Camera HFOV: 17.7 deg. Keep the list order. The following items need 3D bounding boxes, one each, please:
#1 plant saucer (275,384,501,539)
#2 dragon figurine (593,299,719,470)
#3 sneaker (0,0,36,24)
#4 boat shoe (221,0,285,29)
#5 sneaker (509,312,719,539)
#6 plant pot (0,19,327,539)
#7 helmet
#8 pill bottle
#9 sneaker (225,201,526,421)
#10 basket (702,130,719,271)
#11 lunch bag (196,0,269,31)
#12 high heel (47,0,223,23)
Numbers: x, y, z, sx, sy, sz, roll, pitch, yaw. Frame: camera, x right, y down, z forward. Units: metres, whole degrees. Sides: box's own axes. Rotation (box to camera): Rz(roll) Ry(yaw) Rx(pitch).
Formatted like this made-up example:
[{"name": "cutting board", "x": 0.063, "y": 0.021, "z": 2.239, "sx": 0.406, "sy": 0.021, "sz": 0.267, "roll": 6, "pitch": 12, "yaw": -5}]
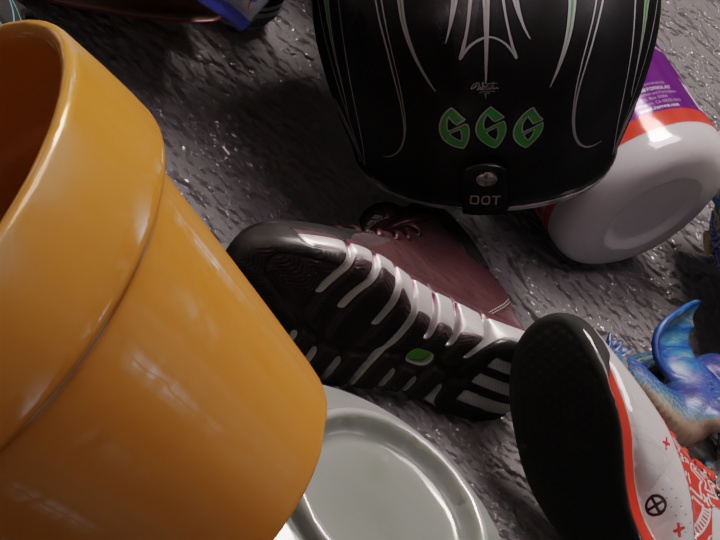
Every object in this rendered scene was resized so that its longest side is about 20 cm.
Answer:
[{"name": "plant saucer", "x": 0.001, "y": 0.117, "z": 1.034, "sx": 0.200, "sy": 0.050, "sz": 0.200, "roll": 25, "pitch": 37, "yaw": -21}, {"name": "dragon figurine", "x": 0.173, "y": 0.056, "z": 1.262, "sx": 0.099, "sy": 0.059, "sz": 0.200, "roll": 45, "pitch": 34, "yaw": 6}, {"name": "sneaker", "x": -0.169, "y": -0.070, "z": 1.056, "sx": 0.079, "sy": 0.075, "sz": 0.200, "roll": 17, "pitch": 41, "yaw": -35}, {"name": "boat shoe", "x": -0.102, "y": -0.232, "z": 1.285, "sx": 0.200, "sy": 0.091, "sz": 0.071, "roll": 42, "pitch": 38, "yaw": 2}, {"name": "sneaker", "x": 0.149, "y": 0.112, "z": 1.150, "sx": 0.108, "sy": 0.067, "sz": 0.201, "roll": -11, "pitch": 74, "yaw": -51}, {"name": "plant pot", "x": -0.119, "y": 0.037, "z": 0.901, "sx": 0.183, "sy": 0.200, "sz": 0.200, "roll": 42, "pitch": 30, "yaw": -29}, {"name": "helmet", "x": 0.065, "y": -0.146, "z": 1.194, "sx": 0.200, "sy": 0.191, "sz": 0.200, "roll": -1, "pitch": 28, "yaw": 0}, {"name": "pill bottle", "x": 0.120, "y": -0.109, "z": 1.350, "sx": 0.112, "sy": 0.112, "sz": 0.200, "roll": -1, "pitch": 51, "yaw": -45}, {"name": "sneaker", "x": 0.000, "y": 0.000, "z": 1.157, "sx": 0.200, "sy": 0.076, "sz": 0.116, "roll": 26, "pitch": 30, "yaw": -38}, {"name": "basket", "x": 0.286, "y": 0.001, "z": 1.376, "sx": 0.200, "sy": 0.139, "sz": 0.176, "roll": 53, "pitch": 16, "yaw": -30}, {"name": "lunch bag", "x": -0.092, "y": -0.249, "z": 1.140, "sx": 0.200, "sy": 0.170, "sz": 0.124, "roll": 29, "pitch": 22, "yaw": -25}, {"name": "high heel", "x": -0.146, "y": -0.158, "z": 1.179, "sx": 0.096, "sy": 0.067, "sz": 0.200, "roll": 40, "pitch": 29, "yaw": 17}]
